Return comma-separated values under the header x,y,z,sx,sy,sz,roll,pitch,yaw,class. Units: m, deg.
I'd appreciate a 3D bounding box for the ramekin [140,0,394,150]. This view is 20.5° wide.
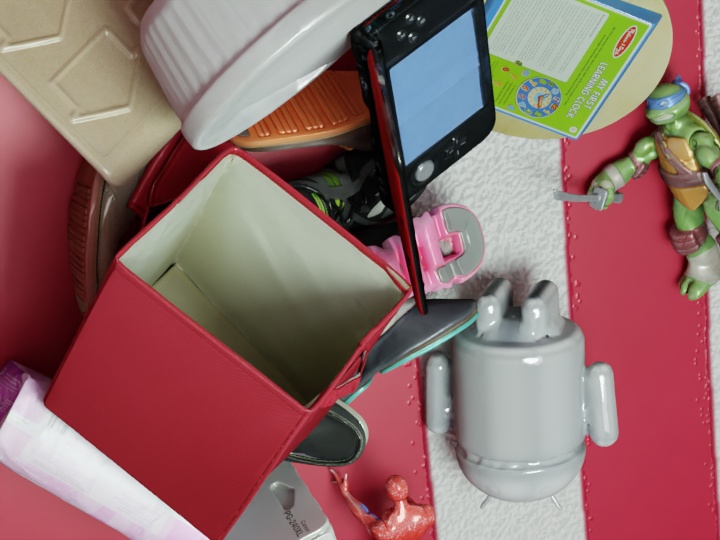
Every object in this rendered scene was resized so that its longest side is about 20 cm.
x,y,z,sx,sy,sz,roll,pitch,yaw,class
-0.069,-0.184,1.418,0.202,0.202,0.094,-40,87,-5,ramekin

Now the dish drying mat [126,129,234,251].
x,y,z,sx,sy,sz,roll,pitch,yaw,class
-0.108,-0.118,1.556,0.077,0.018,0.201,40,76,-47,dish drying mat

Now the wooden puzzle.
x,y,z,sx,sy,sz,roll,pitch,yaw,class
-0.192,-0.192,1.490,0.200,0.046,0.185,47,70,-13,wooden puzzle

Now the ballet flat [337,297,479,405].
x,y,z,sx,sy,sz,roll,pitch,yaw,class
0.002,0.066,1.638,0.199,0.073,0.073,-36,115,13,ballet flat

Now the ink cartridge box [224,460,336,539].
x,y,z,sx,sy,sz,roll,pitch,yaw,class
-0.052,0.271,1.637,0.083,0.145,0.201,-24,117,-10,ink cartridge box

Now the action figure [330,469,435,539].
x,y,z,sx,sy,sz,roll,pitch,yaw,class
0.026,0.237,1.718,0.065,0.099,0.201,-18,133,-17,action figure

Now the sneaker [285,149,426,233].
x,y,z,sx,sy,sz,roll,pitch,yaw,class
-0.031,-0.048,1.598,0.198,0.083,0.071,-17,110,-15,sneaker

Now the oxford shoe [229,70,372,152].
x,y,z,sx,sy,sz,roll,pitch,yaw,class
-0.016,-0.117,1.576,0.198,0.072,0.073,-13,144,-19,oxford shoe

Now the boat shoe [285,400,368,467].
x,y,z,sx,sy,sz,roll,pitch,yaw,class
-0.089,0.121,1.595,0.198,0.068,0.072,18,111,-10,boat shoe

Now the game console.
x,y,z,sx,sy,sz,roll,pitch,yaw,class
0.064,-0.100,1.491,0.172,0.119,0.201,-38,147,-18,game console

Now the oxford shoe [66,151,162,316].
x,y,z,sx,sy,sz,roll,pitch,yaw,class
-0.184,-0.060,1.547,0.073,0.071,0.202,3,104,-23,oxford shoe

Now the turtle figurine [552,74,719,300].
x,y,z,sx,sy,sz,roll,pitch,yaw,class
0.265,-0.044,1.677,0.143,0.201,0.195,-19,120,23,turtle figurine

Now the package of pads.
x,y,z,sx,sy,sz,roll,pitch,yaw,class
-0.203,0.151,1.558,0.199,0.120,0.076,32,84,-18,package of pads

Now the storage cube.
x,y,z,sx,sy,sz,roll,pitch,yaw,class
-0.100,0.054,1.469,0.199,0.171,0.180,37,133,4,storage cube

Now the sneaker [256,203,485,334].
x,y,z,sx,sy,sz,roll,pitch,yaw,class
0.000,0.000,1.613,0.199,0.095,0.080,-17,103,-22,sneaker

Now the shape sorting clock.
x,y,z,sx,sy,sz,roll,pitch,yaw,class
0.152,-0.183,1.605,0.198,0.039,0.201,3,136,3,shape sorting clock

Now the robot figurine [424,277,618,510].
x,y,z,sx,sy,sz,roll,pitch,yaw,class
0.135,0.110,1.686,0.168,0.113,0.202,5,108,21,robot figurine
